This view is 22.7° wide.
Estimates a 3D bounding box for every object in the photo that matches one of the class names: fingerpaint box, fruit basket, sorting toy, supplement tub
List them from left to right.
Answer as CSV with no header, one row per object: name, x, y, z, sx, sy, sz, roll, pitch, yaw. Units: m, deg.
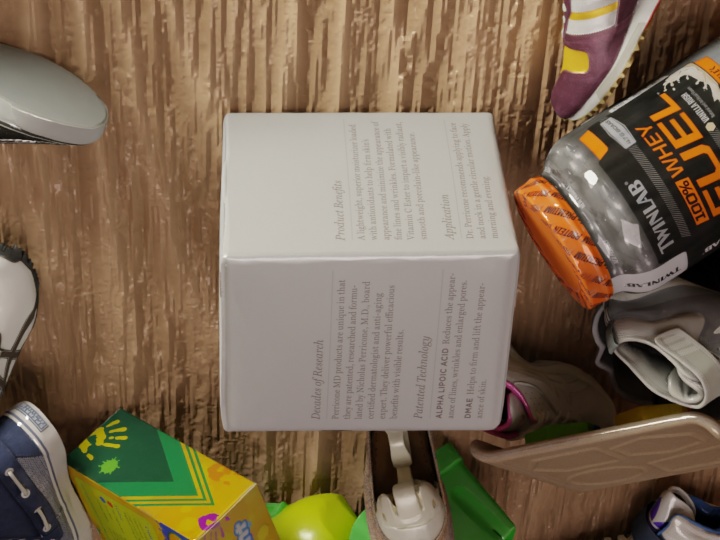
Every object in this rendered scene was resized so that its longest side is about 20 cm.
fingerpaint box,-0.132,0.227,1.439,0.073,0.166,0.201,-42,134,-27
fruit basket,0.008,0.241,1.501,0.215,0.155,0.217,23,128,33
sorting toy,0.207,0.135,1.376,0.199,0.037,0.185,-9,162,27
supplement tub,0.212,-0.067,1.218,0.199,0.123,0.123,-33,127,-4

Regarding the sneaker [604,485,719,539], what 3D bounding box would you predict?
sneaker,0.228,0.238,1.536,0.198,0.081,0.147,4,120,-3

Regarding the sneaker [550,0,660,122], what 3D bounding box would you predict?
sneaker,0.157,-0.193,1.188,0.090,0.075,0.201,26,126,-1

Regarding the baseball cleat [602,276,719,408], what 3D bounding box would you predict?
baseball cleat,0.267,0.057,1.269,0.198,0.107,0.070,8,142,-4

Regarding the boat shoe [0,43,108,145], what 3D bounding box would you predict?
boat shoe,-0.271,-0.118,1.215,0.199,0.071,0.064,18,125,-8

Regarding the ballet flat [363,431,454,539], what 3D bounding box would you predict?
ballet flat,0.030,0.152,1.374,0.068,0.201,0.067,-12,169,1

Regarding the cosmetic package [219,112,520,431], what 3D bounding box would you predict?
cosmetic package,0.000,0.000,1.264,0.198,0.165,0.166,0,129,-3

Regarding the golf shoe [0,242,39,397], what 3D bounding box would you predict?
golf shoe,-0.290,0.069,1.346,0.077,0.095,0.201,13,125,-13

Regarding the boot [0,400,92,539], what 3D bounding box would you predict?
boot,-0.275,0.189,1.420,0.090,0.073,0.201,-41,148,-26

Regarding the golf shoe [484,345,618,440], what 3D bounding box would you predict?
golf shoe,0.127,0.107,1.408,0.199,0.092,0.075,27,122,-25

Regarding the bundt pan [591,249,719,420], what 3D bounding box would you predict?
bundt pan,0.267,0.017,1.352,0.200,0.076,0.203,-2,129,-3
